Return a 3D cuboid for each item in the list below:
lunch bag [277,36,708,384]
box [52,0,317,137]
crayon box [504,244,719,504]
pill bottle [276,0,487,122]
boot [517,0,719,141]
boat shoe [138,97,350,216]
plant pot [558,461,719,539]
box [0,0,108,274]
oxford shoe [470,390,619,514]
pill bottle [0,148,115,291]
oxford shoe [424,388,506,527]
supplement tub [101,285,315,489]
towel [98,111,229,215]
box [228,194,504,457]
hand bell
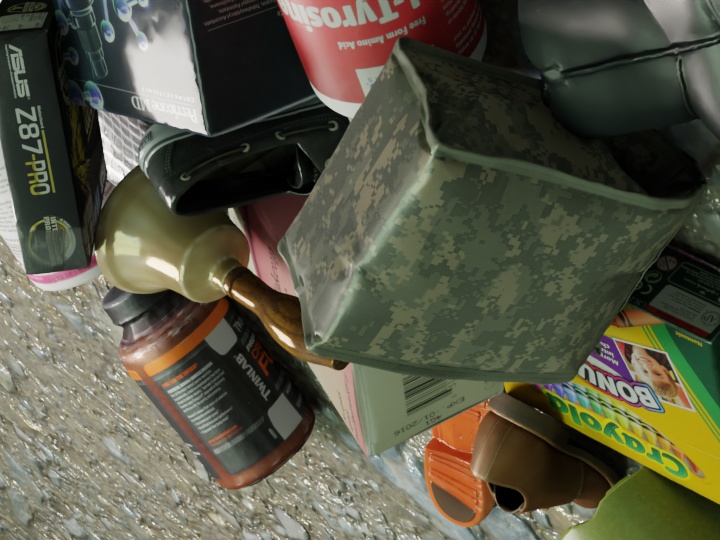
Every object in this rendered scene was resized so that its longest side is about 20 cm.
[{"bbox_3d":[0.080,-0.024,1.249,0.164,0.199,0.118,-59,31,32],"label":"lunch bag"},{"bbox_3d":[-0.112,-0.199,1.321,0.148,0.107,0.201,15,122,46],"label":"box"},{"bbox_3d":[0.169,0.048,1.393,0.200,0.058,0.173,27,149,36],"label":"crayon box"},{"bbox_3d":[0.009,-0.161,1.258,0.112,0.112,0.200,21,146,40],"label":"pill bottle"},{"bbox_3d":[0.181,-0.089,1.144,0.168,0.076,0.201,-8,116,56],"label":"boot"},{"bbox_3d":[-0.040,-0.074,1.370,0.069,0.199,0.057,101,151,-51],"label":"boat shoe"},{"bbox_3d":[0.232,0.226,1.455,0.190,0.200,0.200,51,157,16],"label":"plant pot"},{"bbox_3d":[-0.208,-0.106,1.444,0.200,0.049,0.162,-98,2,-70],"label":"box"},{"bbox_3d":[0.125,0.143,1.536,0.071,0.071,0.200,26,175,33],"label":"oxford shoe"},{"bbox_3d":[-0.272,-0.092,1.789,0.113,0.113,0.200,11,139,50],"label":"pill bottle"},{"bbox_3d":[0.088,0.086,1.571,0.071,0.073,0.201,26,128,32],"label":"oxford shoe"},{"bbox_3d":[-0.134,0.084,1.854,0.200,0.107,0.107,53,154,-17],"label":"supplement tub"},{"bbox_3d":[-0.155,-0.124,1.596,0.200,0.086,0.166,35,152,21],"label":"towel"},{"bbox_3d":[0.000,0.000,1.443,0.200,0.109,0.128,55,165,35],"label":"box"},{"bbox_3d":[-0.071,0.011,1.372,0.200,0.104,0.104,35,155,40],"label":"hand bell"}]
